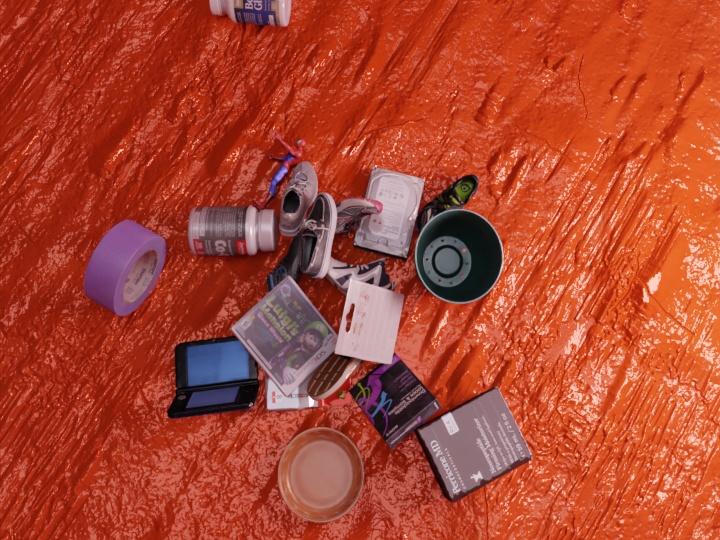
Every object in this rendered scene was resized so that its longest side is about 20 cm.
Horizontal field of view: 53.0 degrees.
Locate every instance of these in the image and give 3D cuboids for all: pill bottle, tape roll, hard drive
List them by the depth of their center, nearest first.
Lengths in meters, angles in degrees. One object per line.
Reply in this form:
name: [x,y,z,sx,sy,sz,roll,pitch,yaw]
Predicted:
tape roll: [-0.534,-0.006,1.649,0.083,0.200,0.203,26,79,6]
pill bottle: [-0.299,-0.093,1.706,0.194,0.114,0.117,0,77,2]
hard drive: [0.070,-0.138,1.746,0.136,0.038,0.205,14,79,5]
pill bottle: [-0.280,-0.687,1.838,0.194,0.111,0.114,5,77,3]

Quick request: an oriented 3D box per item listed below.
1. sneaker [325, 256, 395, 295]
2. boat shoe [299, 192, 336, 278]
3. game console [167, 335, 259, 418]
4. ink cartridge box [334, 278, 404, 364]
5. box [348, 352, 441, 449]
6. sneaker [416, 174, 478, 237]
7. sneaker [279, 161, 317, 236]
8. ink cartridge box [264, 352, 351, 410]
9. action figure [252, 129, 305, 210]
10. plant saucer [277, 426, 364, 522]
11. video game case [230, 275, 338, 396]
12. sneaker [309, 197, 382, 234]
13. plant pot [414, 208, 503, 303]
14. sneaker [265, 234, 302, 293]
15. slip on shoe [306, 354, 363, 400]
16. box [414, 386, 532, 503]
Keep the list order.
sneaker: [0.000,0.000,1.696,0.198,0.080,0.130,41,80,10]
boat shoe: [-0.106,-0.086,1.652,0.072,0.067,0.205,0,76,42]
game console: [-0.335,0.238,1.637,0.194,0.171,0.122,-8,104,0]
ink cartridge box: [0.011,0.113,1.589,0.047,0.198,0.165,8,84,42]
box: [0.072,0.282,1.590,0.142,0.036,0.200,-38,36,-6]
sneaker: [0.207,-0.161,1.723,0.199,0.083,0.071,-43,85,-7]
sneaker: [-0.146,-0.183,1.727,0.073,0.083,0.204,8,61,3]
ink cartridge box: [-0.122,0.235,1.663,0.194,0.050,0.167,-5,78,4]
action figure: [-0.213,-0.255,1.760,0.098,0.065,0.202,38,80,-8]
plant saucer: [-0.087,0.456,1.619,0.194,0.038,0.206,0,78,0]
video game case: [-0.166,0.147,1.636,0.181,0.023,0.201,-41,95,-17]
sneaker: [-0.030,-0.124,1.705,0.196,0.080,0.077,-12,80,34]
plant pot: [0.210,-0.025,1.645,0.195,0.161,0.207,0,86,-3]
sneaker: [-0.182,0.009,1.701,0.080,0.073,0.205,14,77,6]
slip on shoe: [-0.042,0.221,1.641,0.075,0.061,0.201,20,61,36]
box: [0.239,0.375,1.562,0.196,0.164,0.169,-27,78,-4]
